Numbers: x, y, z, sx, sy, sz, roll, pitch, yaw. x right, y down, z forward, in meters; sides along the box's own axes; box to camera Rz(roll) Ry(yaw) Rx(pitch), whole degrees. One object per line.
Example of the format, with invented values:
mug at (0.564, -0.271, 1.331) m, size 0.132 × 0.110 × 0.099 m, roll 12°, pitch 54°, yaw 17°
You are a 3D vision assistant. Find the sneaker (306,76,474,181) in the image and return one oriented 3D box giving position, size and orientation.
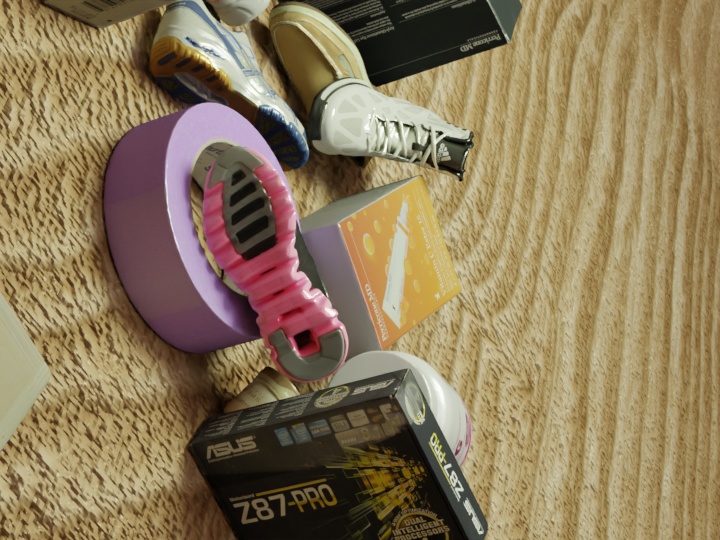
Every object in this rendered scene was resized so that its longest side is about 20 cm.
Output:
sneaker at (0.042, -0.134, 1.705) m, size 0.200 × 0.115 × 0.076 m, roll 0°, pitch 106°, yaw -56°

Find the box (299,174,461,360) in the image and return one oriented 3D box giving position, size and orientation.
box at (0.000, 0.000, 1.667) m, size 0.200 × 0.097 × 0.125 m, roll -34°, pitch 106°, yaw -60°

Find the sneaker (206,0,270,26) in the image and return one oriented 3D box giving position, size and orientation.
sneaker at (-0.121, -0.330, 1.636) m, size 0.099 × 0.078 × 0.201 m, roll 34°, pitch 47°, yaw -46°

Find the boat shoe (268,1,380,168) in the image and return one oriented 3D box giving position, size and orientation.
boat shoe at (-0.031, -0.175, 1.735) m, size 0.200 × 0.071 × 0.076 m, roll 48°, pitch 50°, yaw -41°

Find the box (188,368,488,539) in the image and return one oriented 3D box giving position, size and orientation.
box at (-0.017, 0.174, 1.442) m, size 0.162 × 0.199 × 0.049 m, roll 65°, pitch 29°, yaw -18°

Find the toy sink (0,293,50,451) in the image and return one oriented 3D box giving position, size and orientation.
toy sink at (-0.298, 0.090, 1.049) m, size 0.112 × 0.130 × 0.200 m, roll 61°, pitch 32°, yaw -24°

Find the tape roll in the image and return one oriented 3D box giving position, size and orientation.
tape roll at (-0.127, -0.035, 1.489) m, size 0.200 × 0.065 × 0.201 m, roll 36°, pitch 47°, yaw -51°

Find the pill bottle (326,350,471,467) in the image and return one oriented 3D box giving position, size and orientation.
pill bottle at (0.032, 0.134, 1.585) m, size 0.200 × 0.113 × 0.114 m, roll 46°, pitch 35°, yaw -74°

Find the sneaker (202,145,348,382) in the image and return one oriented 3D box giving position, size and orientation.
sneaker at (-0.070, -0.009, 1.456) m, size 0.095 × 0.079 × 0.201 m, roll -82°, pitch 151°, yaw -76°

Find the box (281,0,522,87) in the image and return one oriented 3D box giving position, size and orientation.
box at (0.038, -0.269, 1.760) m, size 0.142 × 0.199 × 0.079 m, roll 60°, pitch 31°, yaw -26°

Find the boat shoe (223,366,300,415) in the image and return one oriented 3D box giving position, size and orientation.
boat shoe at (-0.053, 0.176, 1.532) m, size 0.064 × 0.071 × 0.201 m, roll -39°, pitch 115°, yaw -20°

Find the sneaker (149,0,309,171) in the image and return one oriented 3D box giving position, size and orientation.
sneaker at (-0.105, -0.168, 1.583) m, size 0.200 × 0.075 × 0.089 m, roll 46°, pitch 39°, yaw -43°

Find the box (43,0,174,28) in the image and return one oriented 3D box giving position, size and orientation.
box at (-0.207, -0.311, 1.449) m, size 0.078 × 0.095 × 0.201 m, roll 18°, pitch 60°, yaw -57°
